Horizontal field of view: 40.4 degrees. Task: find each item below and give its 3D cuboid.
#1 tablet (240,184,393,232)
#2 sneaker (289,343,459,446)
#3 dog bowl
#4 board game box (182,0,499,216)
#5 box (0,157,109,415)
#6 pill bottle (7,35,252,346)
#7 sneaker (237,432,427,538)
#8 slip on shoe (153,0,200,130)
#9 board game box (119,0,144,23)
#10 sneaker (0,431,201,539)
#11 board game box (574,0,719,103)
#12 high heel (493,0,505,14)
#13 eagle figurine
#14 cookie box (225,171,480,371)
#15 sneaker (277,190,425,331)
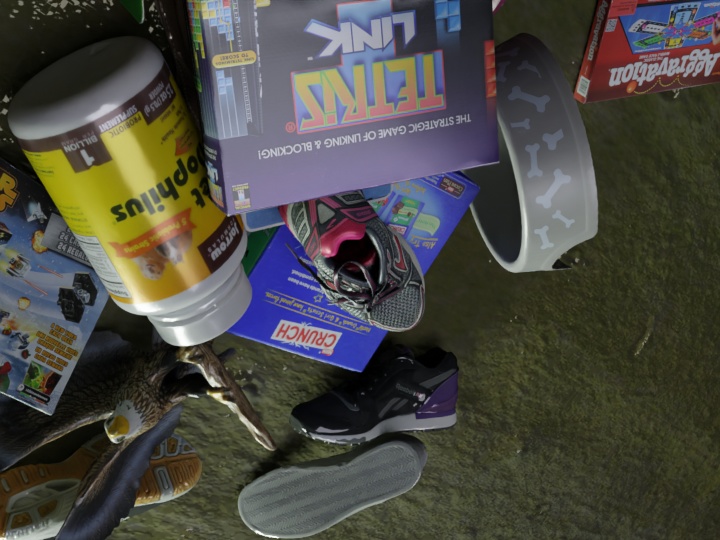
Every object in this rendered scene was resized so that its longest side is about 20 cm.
[{"bbox_3d":[-0.032,-0.127,0.694,0.128,0.014,0.203,-15,126,-22],"label":"tablet"},{"bbox_3d":[0.015,0.117,0.992,0.197,0.075,0.089,-3,106,-36],"label":"sneaker"},{"bbox_3d":[0.130,-0.091,0.817,0.058,0.201,0.202,-16,133,-7],"label":"dog bowl"},{"bbox_3d":[-0.010,-0.138,0.630,0.197,0.057,0.168,-13,109,-19],"label":"board game box"},{"bbox_3d":[-0.260,-0.003,0.659,0.200,0.039,0.139,41,67,-47],"label":"box"},{"bbox_3d":[-0.147,-0.048,0.673,0.108,0.109,0.202,-31,124,-12],"label":"pill bottle"},{"bbox_3d":[-0.022,0.224,1.027,0.197,0.075,0.115,-17,174,10],"label":"sneaker"},{"bbox_3d":[-0.094,-0.151,0.693,0.075,0.061,0.202,-29,135,-15],"label":"slip on shoe"},{"bbox_3d":[-0.129,-0.255,0.561,0.030,0.096,0.203,-8,127,-32],"label":"board game box"},{"bbox_3d":[-0.239,0.199,0.862,0.197,0.076,0.088,-10,143,-26],"label":"sneaker"},{"bbox_3d":[0.300,-0.226,0.961,0.197,0.019,0.104,-14,131,-29],"label":"board game box"},{"bbox_3d":[0.097,-0.246,0.783,0.067,0.096,0.200,44,109,-7],"label":"high heel"},{"bbox_3d":[-0.193,0.117,0.771,0.198,0.153,0.151,-31,154,5],"label":"eagle figurine"},{"bbox_3d":[-0.022,-0.030,0.829,0.170,0.075,0.201,21,107,-42],"label":"cookie box"},{"bbox_3d":[0.000,0.000,0.751,0.080,0.075,0.200,-36,143,5],"label":"sneaker"}]
